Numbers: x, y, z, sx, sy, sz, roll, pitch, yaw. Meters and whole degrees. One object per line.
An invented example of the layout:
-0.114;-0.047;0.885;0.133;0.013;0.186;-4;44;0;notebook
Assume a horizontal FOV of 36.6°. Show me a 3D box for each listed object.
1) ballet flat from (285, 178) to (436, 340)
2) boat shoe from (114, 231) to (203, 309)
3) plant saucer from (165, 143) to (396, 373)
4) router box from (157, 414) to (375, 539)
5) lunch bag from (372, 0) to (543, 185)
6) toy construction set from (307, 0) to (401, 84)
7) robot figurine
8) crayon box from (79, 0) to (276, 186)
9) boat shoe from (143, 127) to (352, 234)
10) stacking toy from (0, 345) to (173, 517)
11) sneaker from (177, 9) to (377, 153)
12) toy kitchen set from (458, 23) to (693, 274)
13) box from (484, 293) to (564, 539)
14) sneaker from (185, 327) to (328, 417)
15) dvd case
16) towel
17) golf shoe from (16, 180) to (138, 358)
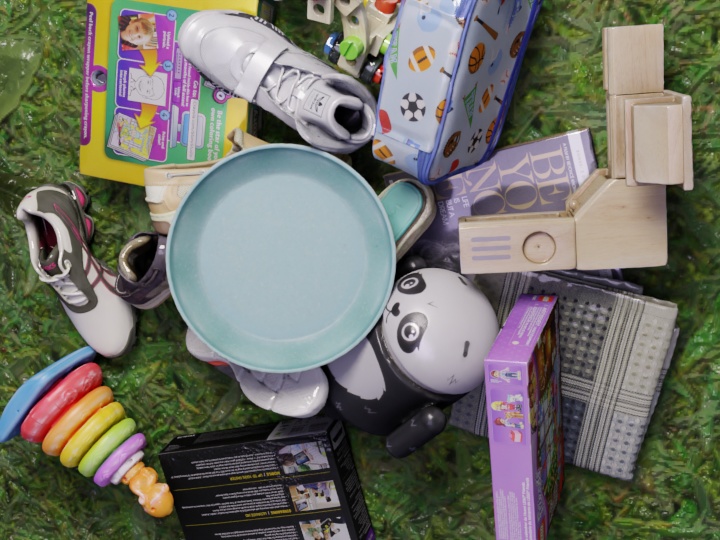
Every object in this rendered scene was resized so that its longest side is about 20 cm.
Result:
0.000;0.000;1.014;0.200;0.062;0.067;-44;70;5;ballet flat
-0.204;-0.007;1.063;0.065;0.200;0.072;25;73;-27;boat shoe
-0.069;-0.011;0.960;0.200;0.036;0.200;0;93;-2;plant saucer
-0.100;0.240;1.156;0.200;0.051;0.149;-10;104;19;router box
0.089;-0.179;0.927;0.076;0.160;0.200;30;119;25;lunch bag
0.023;-0.238;0.923;0.092;0.200;0.131;43;136;16;toy construction set
0.039;0.079;1.013;0.150;0.125;0.200;53;136;3;robot figurine
-0.179;-0.180;1.059;0.172;0.058;0.200;11;108;11;crayon box
-0.102;-0.095;1.005;0.200;0.072;0.076;-20;107;-24;boat shoe
-0.271;0.186;1.158;0.200;0.110;0.116;42;115;5;stacking toy
-0.063;-0.167;0.962;0.200;0.115;0.075;26;98;-21;sneaker
0.169;-0.096;0.901;0.180;0.163;0.200;-3;102;5;toy kitchen set
0.150;0.139;0.971;0.039;0.137;0.200;3;114;21;box
-0.088;0.092;1.070;0.200;0.082;0.077;29;81;44;sneaker
0.133;-0.040;1.027;0.200;0.016;0.149;-11;101;19;dvd case
0.190;0.089;1.033;0.192;0.035;0.200;16;118;15;towel
-0.302;0.008;1.135;0.077;0.088;0.200;-19;100;19;golf shoe
